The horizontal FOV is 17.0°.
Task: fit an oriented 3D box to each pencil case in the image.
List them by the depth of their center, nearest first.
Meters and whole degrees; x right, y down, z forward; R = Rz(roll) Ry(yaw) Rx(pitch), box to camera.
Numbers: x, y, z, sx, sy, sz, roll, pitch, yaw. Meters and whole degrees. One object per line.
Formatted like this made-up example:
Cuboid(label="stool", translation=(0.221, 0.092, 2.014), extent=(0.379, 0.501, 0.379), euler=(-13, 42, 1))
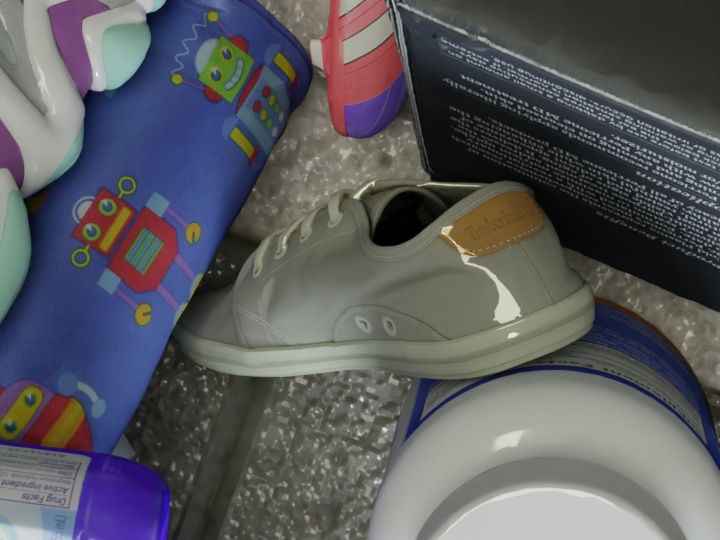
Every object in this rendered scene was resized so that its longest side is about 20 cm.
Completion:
Cuboid(label="pencil case", translation=(-0.092, -0.005, 0.806), extent=(0.078, 0.087, 0.200), euler=(36, 69, -20))

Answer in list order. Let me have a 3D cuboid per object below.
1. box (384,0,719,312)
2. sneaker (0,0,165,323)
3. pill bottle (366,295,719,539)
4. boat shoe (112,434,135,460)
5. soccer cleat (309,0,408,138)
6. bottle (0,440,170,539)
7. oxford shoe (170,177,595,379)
Cuboid(label="box", translation=(0.106, -0.115, 0.725), extent=(0.124, 0.197, 0.201), euler=(25, 81, 8))
Cuboid(label="sneaker", translation=(-0.141, -0.084, 0.741), extent=(0.078, 0.140, 0.201), euler=(-11, 49, 40))
Cuboid(label="pill bottle", translation=(0.060, 0.078, 0.741), extent=(0.112, 0.200, 0.113), euler=(1, 101, 5))
Cuboid(label="boat shoe", translation=(-0.173, 0.102, 0.851), extent=(0.200, 0.074, 0.067), euler=(-38, 87, 8))
Cuboid(label="soccer cleat", translation=(0.032, -0.141, 0.825), extent=(0.076, 0.067, 0.201), euler=(11, 89, 4))
Cuboid(label="bottle", translation=(-0.158, 0.086, 0.712), extent=(0.199, 0.065, 0.084), euler=(8, 101, -1))
Cuboid(label="oxford shoe", translation=(0.000, 0.000, 0.780), extent=(0.075, 0.200, 0.058), euler=(-27, 102, -31))
